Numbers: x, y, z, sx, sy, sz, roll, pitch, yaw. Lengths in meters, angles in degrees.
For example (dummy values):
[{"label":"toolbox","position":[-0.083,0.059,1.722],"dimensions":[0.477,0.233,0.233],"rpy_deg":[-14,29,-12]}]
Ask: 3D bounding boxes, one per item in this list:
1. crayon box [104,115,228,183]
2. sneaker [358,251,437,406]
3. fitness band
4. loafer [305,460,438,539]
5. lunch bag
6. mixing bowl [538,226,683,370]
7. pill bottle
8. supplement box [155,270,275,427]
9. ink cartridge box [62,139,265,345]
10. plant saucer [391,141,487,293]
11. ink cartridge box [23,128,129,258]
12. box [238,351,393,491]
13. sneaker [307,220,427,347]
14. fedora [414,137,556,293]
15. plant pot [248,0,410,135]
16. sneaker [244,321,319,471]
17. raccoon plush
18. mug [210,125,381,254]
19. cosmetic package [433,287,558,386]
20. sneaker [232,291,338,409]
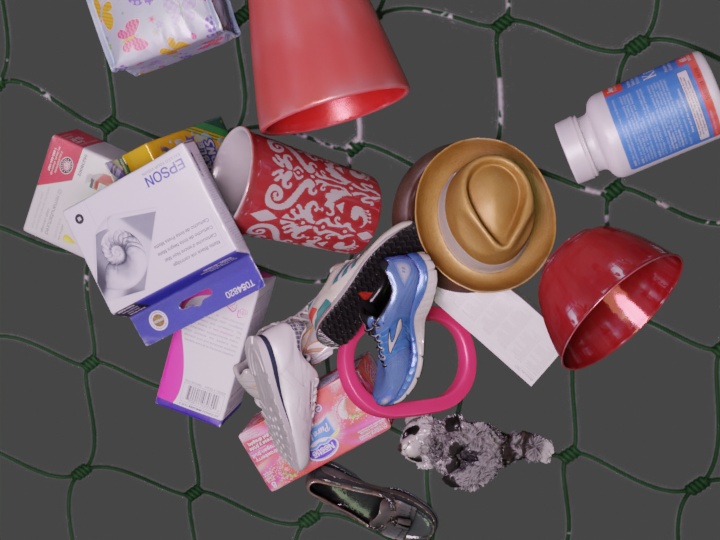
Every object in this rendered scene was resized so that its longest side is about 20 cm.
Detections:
[{"label":"crayon box","position":[-0.228,-0.116,1.613],"dimensions":[0.051,0.200,0.127],"rpy_deg":[-20,97,35]},{"label":"sneaker","position":[0.033,0.073,1.548],"dimensions":[0.088,0.078,0.203],"rpy_deg":[2,105,-22]},{"label":"fitness band","position":[0.063,0.121,1.639],"dimensions":[0.198,0.037,0.146],"rpy_deg":[-4,83,-26]},{"label":"loafer","position":[0.012,0.332,1.724],"dimensions":[0.198,0.063,0.073],"rpy_deg":[23,104,6]},{"label":"lunch bag","position":[-0.273,-0.377,1.616],"dimensions":[0.168,0.127,0.202],"rpy_deg":[-17,90,11]},{"label":"mixing bowl","position":[0.299,0.018,1.565],"dimensions":[0.200,0.200,0.109],"rpy_deg":[-47,63,14]},{"label":"pill bottle","position":[0.349,-0.185,1.541],"dimensions":[0.198,0.112,0.113],"rpy_deg":[-22,96,12]},{"label":"supplement box","position":[-0.198,0.094,1.699],"dimensions":[0.100,0.103,0.202],"rpy_deg":[19,104,7]},{"label":"ink cartridge box","position":[-0.243,-0.027,1.519],"dimensions":[0.198,0.041,0.202],"rpy_deg":[-26,94,21]},{"label":"plant saucer","position":[0.138,-0.073,1.607],"dimensions":[0.197,0.034,0.203],"rpy_deg":[-1,82,5]},{"label":"ink cartridge box","position":[-0.341,-0.087,1.701],"dimensions":[0.198,0.083,0.147],"rpy_deg":[23,104,5]},{"label":"box","position":[-0.055,0.207,1.695],"dimensions":[0.199,0.100,0.096],"rpy_deg":[-30,94,14]},{"label":"sneaker","position":[0.000,0.001,1.598],"dimensions":[0.070,0.094,0.200],"rpy_deg":[32,103,-36]},{"label":"fedora","position":[0.162,-0.076,1.535],"dimensions":[0.198,0.082,0.203],"rpy_deg":[1,78,-7]},{"label":"plant pot","position":[-0.054,-0.285,1.569],"dimensions":[0.198,0.200,0.180],"rpy_deg":[-16,87,13]},{"label":"sneaker","position":[-0.087,0.166,1.608],"dimensions":[0.080,0.076,0.202],"rpy_deg":[-22,114,-27]},{"label":"raccoon plush","position":[0.147,0.247,1.693],"dimensions":[0.198,0.134,0.098],"rpy_deg":[16,88,-25]},{"label":"mug","position":[-0.083,-0.113,1.602],"dimensions":[0.198,0.179,0.133],"rpy_deg":[14,146,-28]},{"label":"cosmetic package","position":[0.179,0.055,1.648],"dimensions":[0.200,0.051,0.083],"rpy_deg":[42,101,1]},{"label":"sneaker","position":[-0.089,0.090,1.655],"dimensions":[0.201,0.075,0.092],"rpy_deg":[-52,131,-8]}]
